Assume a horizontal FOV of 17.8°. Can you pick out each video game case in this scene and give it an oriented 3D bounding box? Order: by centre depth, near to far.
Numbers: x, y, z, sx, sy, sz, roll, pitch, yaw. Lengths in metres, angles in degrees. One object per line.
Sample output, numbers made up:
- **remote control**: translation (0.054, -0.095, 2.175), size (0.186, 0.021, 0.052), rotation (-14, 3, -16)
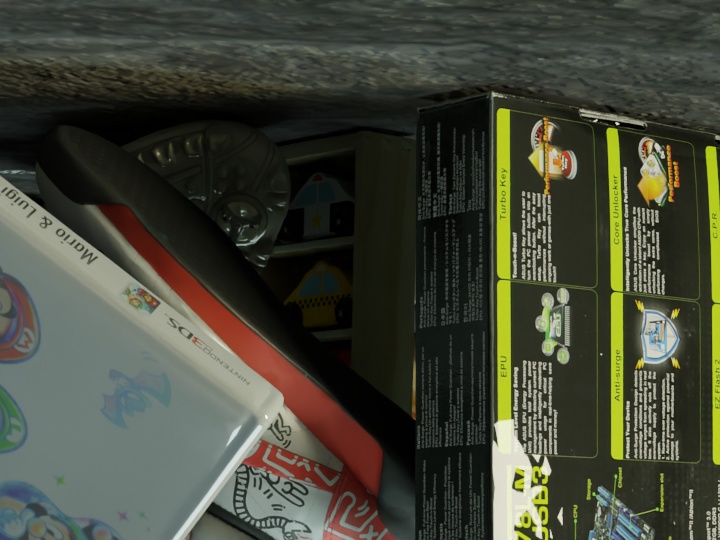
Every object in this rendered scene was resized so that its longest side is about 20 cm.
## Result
- **video game case**: translation (-0.148, 0.058, 0.792), size (0.182, 0.200, 0.024), rotation (37, -149, 0)

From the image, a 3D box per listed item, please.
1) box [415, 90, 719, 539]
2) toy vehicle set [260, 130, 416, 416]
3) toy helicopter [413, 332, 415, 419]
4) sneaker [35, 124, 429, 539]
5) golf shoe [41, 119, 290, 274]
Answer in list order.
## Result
- **box**: translation (0.102, 0.049, 0.824), size (0.192, 0.202, 0.047), rotation (5, 171, -38)
- **toy vehicle set**: translation (-0.051, 0.018, 0.930), size (0.026, 0.126, 0.199), rotation (5, 172, -38)
- **toy helicopter**: translation (-0.009, 0.039, 1.104), size (0.131, 0.079, 0.200), rotation (22, -167, -25)
- **sneaker**: translation (-0.065, 0.052, 0.810), size (0.201, 0.108, 0.067), rotation (44, -166, -6)
- **golf shoe**: translation (-0.096, -0.019, 0.903), size (0.078, 0.098, 0.199), rotation (37, 133, -23)
